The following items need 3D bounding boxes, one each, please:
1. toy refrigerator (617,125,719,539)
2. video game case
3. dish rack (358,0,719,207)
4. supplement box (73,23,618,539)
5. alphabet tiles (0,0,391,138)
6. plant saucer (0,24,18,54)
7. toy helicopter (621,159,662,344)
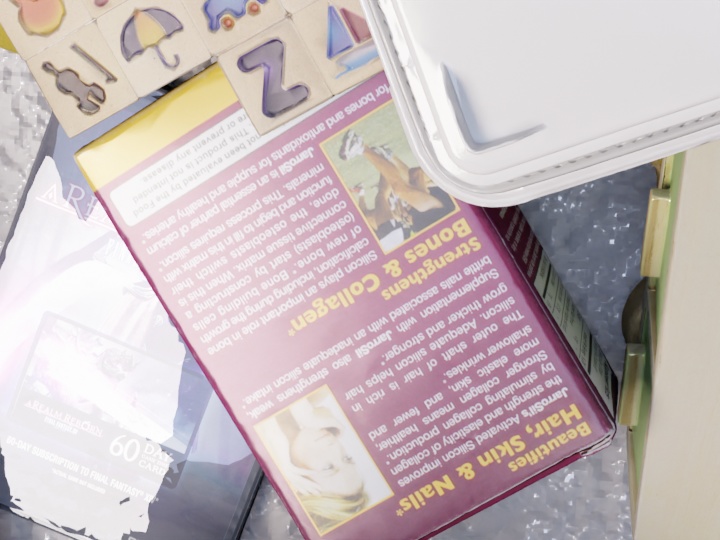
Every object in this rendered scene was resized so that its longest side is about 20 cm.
[{"bbox_3d":[0.142,0.008,0.776,0.069,0.076,0.201,3,123,3],"label":"toy refrigerator"},{"bbox_3d":[-0.093,0.025,0.873,0.142,0.019,0.201,22,101,1],"label":"video game case"},{"bbox_3d":[0.068,-0.127,0.661,0.170,0.044,0.201,-17,101,18],"label":"dish rack"},{"bbox_3d":[0.000,0.000,0.796,0.130,0.103,0.201,-29,95,12],"label":"supplement box"},{"bbox_3d":[-0.049,-0.135,0.711,0.199,0.008,0.168,-27,100,19],"label":"alphabet tiles"},{"bbox_3d":[-0.148,-0.197,0.820,0.198,0.048,0.201,20,96,2],"label":"plant saucer"},{"bbox_3d":[0.150,-0.049,0.824,0.131,0.079,0.202,3,110,-4],"label":"toy helicopter"}]
